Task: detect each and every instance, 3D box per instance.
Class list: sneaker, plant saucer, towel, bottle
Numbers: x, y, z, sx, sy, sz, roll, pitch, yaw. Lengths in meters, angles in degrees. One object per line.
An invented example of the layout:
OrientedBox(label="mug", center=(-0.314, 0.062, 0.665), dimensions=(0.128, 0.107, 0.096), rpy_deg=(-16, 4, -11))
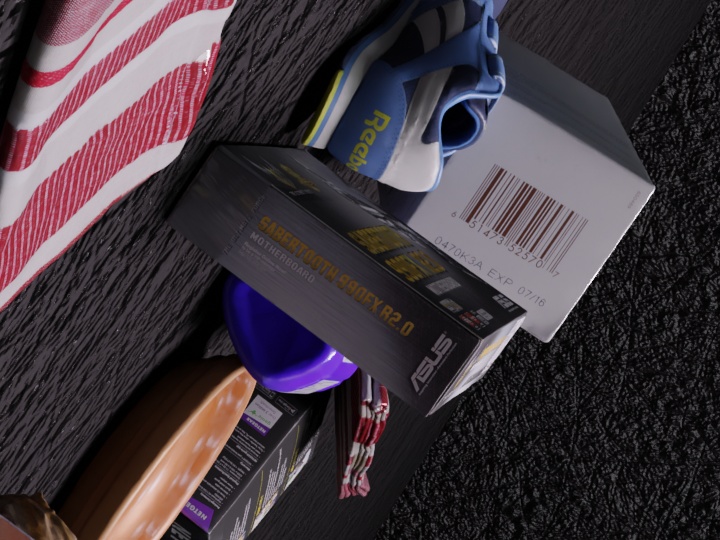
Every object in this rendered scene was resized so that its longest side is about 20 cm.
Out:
OrientedBox(label="sneaker", center=(0.044, -0.109, 1.238), dimensions=(0.200, 0.082, 0.074), rpy_deg=(-51, 170, -43))
OrientedBox(label="plant saucer", center=(-0.133, 0.128, 1.329), dimensions=(0.200, 0.037, 0.200), rpy_deg=(-53, 172, -10))
OrientedBox(label="towel", center=(-0.085, -0.072, 0.808), dimensions=(0.144, 0.023, 0.200), rpy_deg=(-47, 169, -43))
OrientedBox(label="bottle", center=(-0.035, 0.032, 1.353), dimensions=(0.065, 0.084, 0.200), rpy_deg=(-21, 175, 5))
OrientedBox(label="towel", center=(0.000, 0.065, 1.596), dimensions=(0.200, 0.023, 0.144), rpy_deg=(103, -14, -66))

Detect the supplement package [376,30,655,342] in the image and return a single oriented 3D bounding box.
OrientedBox(label="supplement package", center=(0.088, -0.062, 1.365), dimensions=(0.117, 0.117, 0.200), rpy_deg=(-57, -168, 16))

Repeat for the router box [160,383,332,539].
OrientedBox(label="router box", center=(-0.089, 0.150, 1.648), dimensions=(0.149, 0.051, 0.200), rpy_deg=(-51, 171, -21))

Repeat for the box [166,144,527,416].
OrientedBox(label="box", center=(0.000, 0.000, 1.138), dimensions=(0.048, 0.158, 0.200), rpy_deg=(-54, 172, 8))

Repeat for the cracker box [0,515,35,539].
OrientedBox(label="cracker box", center=(-0.156, 0.153, 0.905), dimensions=(0.058, 0.134, 0.200), rpy_deg=(-51, 171, -24))

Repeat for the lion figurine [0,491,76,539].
OrientedBox(label="lion figurine", center=(-0.203, 0.203, 1.058), dimensions=(0.200, 0.123, 0.072), rpy_deg=(-40, 148, 3))
